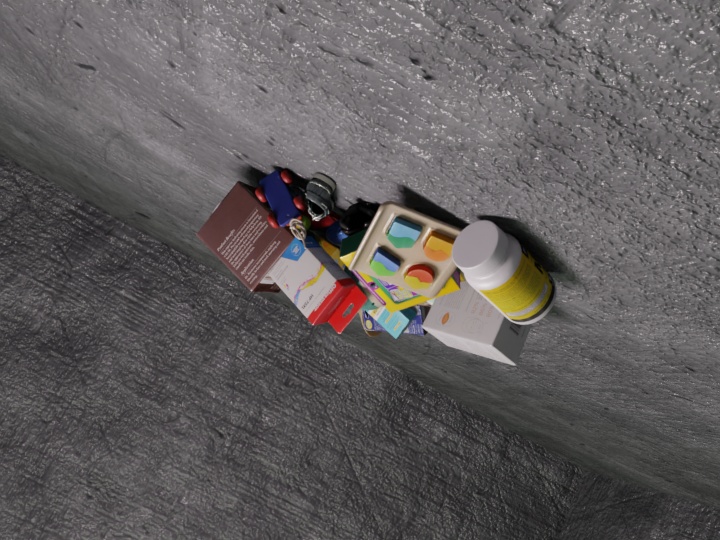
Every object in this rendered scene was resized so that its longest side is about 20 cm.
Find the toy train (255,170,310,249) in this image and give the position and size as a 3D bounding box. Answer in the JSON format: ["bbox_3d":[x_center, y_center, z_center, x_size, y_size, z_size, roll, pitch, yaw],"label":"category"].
[{"bbox_3d":[-0.141,-0.111,1.336,0.201,0.084,0.116,62,-171,21],"label":"toy train"}]

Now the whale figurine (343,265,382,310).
[{"bbox_3d":[0.000,0.000,1.423,0.103,0.202,0.159,-26,144,17],"label":"whale figurine"}]

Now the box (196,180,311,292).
[{"bbox_3d":[-0.239,-0.074,1.457,0.200,0.166,0.164,44,-171,13],"label":"box"}]

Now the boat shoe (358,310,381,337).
[{"bbox_3d":[0.022,0.098,1.846,0.073,0.202,0.066,-15,-164,-12],"label":"boat shoe"}]

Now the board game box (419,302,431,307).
[{"bbox_3d":[0.141,0.064,1.548,0.197,0.035,0.135,7,170,-12],"label":"board game box"}]

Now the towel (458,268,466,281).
[{"bbox_3d":[0.142,0.006,1.340,0.198,0.018,0.086,-10,132,33],"label":"towel"}]

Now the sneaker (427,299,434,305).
[{"bbox_3d":[0.172,0.027,1.427,0.199,0.074,0.118,27,164,-4],"label":"sneaker"}]

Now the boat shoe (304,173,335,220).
[{"bbox_3d":[-0.097,-0.144,1.327,0.072,0.062,0.200,28,164,-1],"label":"boat shoe"}]

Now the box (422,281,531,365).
[{"bbox_3d":[0.261,0.096,1.340,0.106,0.153,0.199,36,165,-38],"label":"box"}]

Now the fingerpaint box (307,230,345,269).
[{"bbox_3d":[-0.103,-0.019,1.616,0.166,0.074,0.200,33,165,32],"label":"fingerpaint box"}]

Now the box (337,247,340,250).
[{"bbox_3d":[0.037,-0.011,1.604,0.197,0.050,0.200,31,167,-10],"label":"box"}]

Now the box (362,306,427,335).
[{"bbox_3d":[0.094,0.118,1.765,0.198,0.123,0.032,2,-161,33],"label":"box"}]

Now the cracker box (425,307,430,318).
[{"bbox_3d":[0.166,0.127,1.840,0.199,0.058,0.134,13,159,43],"label":"cracker box"}]

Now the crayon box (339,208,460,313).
[{"bbox_3d":[0.083,-0.013,1.256,0.171,0.059,0.200,-22,131,26],"label":"crayon box"}]

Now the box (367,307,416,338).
[{"bbox_3d":[0.057,0.090,1.728,0.200,0.049,0.083,42,126,13],"label":"box"}]

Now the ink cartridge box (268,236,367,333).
[{"bbox_3d":[-0.093,0.034,1.346,0.200,0.117,0.067,46,-159,19],"label":"ink cartridge box"}]

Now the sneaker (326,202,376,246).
[{"bbox_3d":[-0.020,-0.099,1.313,0.199,0.078,0.111,9,164,42],"label":"sneaker"}]

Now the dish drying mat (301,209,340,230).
[{"bbox_3d":[-0.113,-0.128,1.517,0.076,0.018,0.200,33,166,-18],"label":"dish drying mat"}]

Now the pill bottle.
[{"bbox_3d":[0.255,0.004,1.094,0.200,0.115,0.114,37,163,-37],"label":"pill bottle"}]

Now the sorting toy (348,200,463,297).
[{"bbox_3d":[0.097,-0.029,1.167,0.198,0.037,0.186,17,134,-13],"label":"sorting toy"}]
